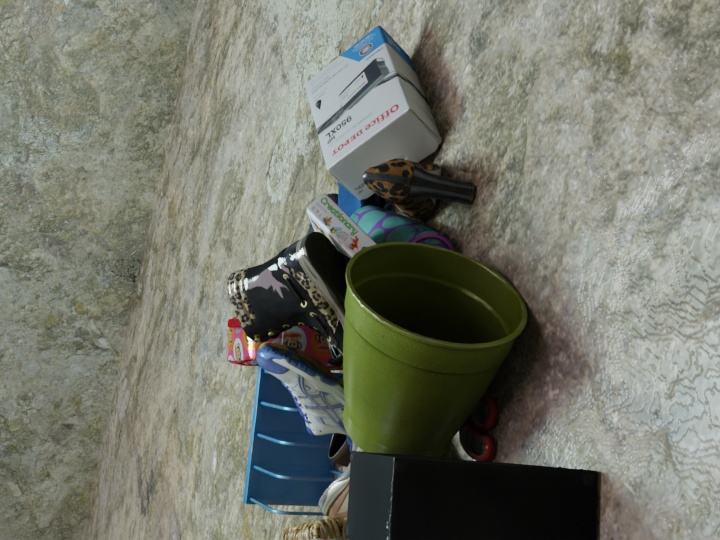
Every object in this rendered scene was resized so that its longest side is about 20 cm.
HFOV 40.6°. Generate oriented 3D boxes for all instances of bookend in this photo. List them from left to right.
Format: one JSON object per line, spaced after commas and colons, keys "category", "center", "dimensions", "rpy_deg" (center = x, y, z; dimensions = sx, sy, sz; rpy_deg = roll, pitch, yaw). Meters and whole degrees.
{"category": "bookend", "center": [0.100, 0.233, 0.966], "dimensions": [0.200, 0.196, 0.093], "rpy_deg": [146, 129, -75]}

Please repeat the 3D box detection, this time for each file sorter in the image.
{"category": "file sorter", "center": [-0.075, 0.247, 1.412], "dimensions": [0.122, 0.137, 0.203], "rpy_deg": [-5, 78, 63]}

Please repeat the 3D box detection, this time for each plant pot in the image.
{"category": "plant pot", "center": [0.062, 0.103, 1.078], "dimensions": [0.201, 0.198, 0.195], "rpy_deg": [-117, 34, -54]}

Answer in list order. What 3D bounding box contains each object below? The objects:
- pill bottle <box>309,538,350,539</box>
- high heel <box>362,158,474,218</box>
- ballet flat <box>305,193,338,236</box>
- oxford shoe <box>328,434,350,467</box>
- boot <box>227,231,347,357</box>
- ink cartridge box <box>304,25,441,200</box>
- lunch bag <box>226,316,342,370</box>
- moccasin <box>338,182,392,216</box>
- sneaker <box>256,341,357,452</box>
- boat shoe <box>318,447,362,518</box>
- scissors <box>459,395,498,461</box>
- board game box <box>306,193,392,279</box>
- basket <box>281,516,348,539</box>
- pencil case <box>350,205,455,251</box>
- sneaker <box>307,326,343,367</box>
{"category": "pill bottle", "center": [0.032, 0.345, 1.038], "dimensions": [0.109, 0.198, 0.110], "rpy_deg": [-172, 90, -67]}
{"category": "high heel", "center": [0.040, -0.111, 1.246], "dimensions": [0.200, 0.141, 0.072], "rpy_deg": [-174, 92, -67]}
{"category": "ballet flat", "center": [-0.065, -0.026, 1.567], "dimensions": [0.073, 0.072, 0.202], "rpy_deg": [-121, 46, -56]}
{"category": "oxford shoe", "center": [-0.001, 0.173, 1.327], "dimensions": [0.073, 0.084, 0.202], "rpy_deg": [-161, 81, -68]}
{"category": "boot", "center": [-0.064, 0.059, 1.194], "dimensions": [0.149, 0.201, 0.073], "rpy_deg": [-18, 24, 34]}
{"category": "ink cartridge box", "center": [0.014, -0.219, 1.349], "dimensions": [0.144, 0.084, 0.201], "rpy_deg": [-34, 44, 19]}
{"category": "lunch bag", "center": [-0.093, 0.106, 1.420], "dimensions": [0.176, 0.198, 0.083], "rpy_deg": [169, 103, -65]}
{"category": "moccasin", "center": [0.010, -0.107, 1.418], "dimensions": [0.080, 0.068, 0.202], "rpy_deg": [-24, 61, 55]}
{"category": "sneaker", "center": [-0.057, 0.168, 1.252], "dimensions": [0.089, 0.199, 0.075], "rpy_deg": [-56, 14, 8]}
{"category": "boat shoe", "center": [0.022, 0.269, 1.271], "dimensions": [0.072, 0.075, 0.201], "rpy_deg": [48, 123, 25]}
{"category": "scissors", "center": [0.109, 0.165, 1.154], "dimensions": [0.200, 0.014, 0.074], "rpy_deg": [-157, 76, -66]}
{"category": "board game box", "center": [0.000, 0.000, 1.225], "dimensions": [0.126, 0.035, 0.200], "rpy_deg": [45, 168, 25]}
{"category": "basket", "center": [-0.015, 0.411, 1.204], "dimensions": [0.149, 0.141, 0.202], "rpy_deg": [140, 131, -61]}
{"category": "pencil case", "center": [0.047, -0.025, 1.275], "dimensions": [0.200, 0.084, 0.094], "rpy_deg": [-149, 65, -65]}
{"category": "sneaker", "center": [0.004, 0.115, 1.258], "dimensions": [0.200, 0.082, 0.071], "rpy_deg": [44, 134, 14]}
